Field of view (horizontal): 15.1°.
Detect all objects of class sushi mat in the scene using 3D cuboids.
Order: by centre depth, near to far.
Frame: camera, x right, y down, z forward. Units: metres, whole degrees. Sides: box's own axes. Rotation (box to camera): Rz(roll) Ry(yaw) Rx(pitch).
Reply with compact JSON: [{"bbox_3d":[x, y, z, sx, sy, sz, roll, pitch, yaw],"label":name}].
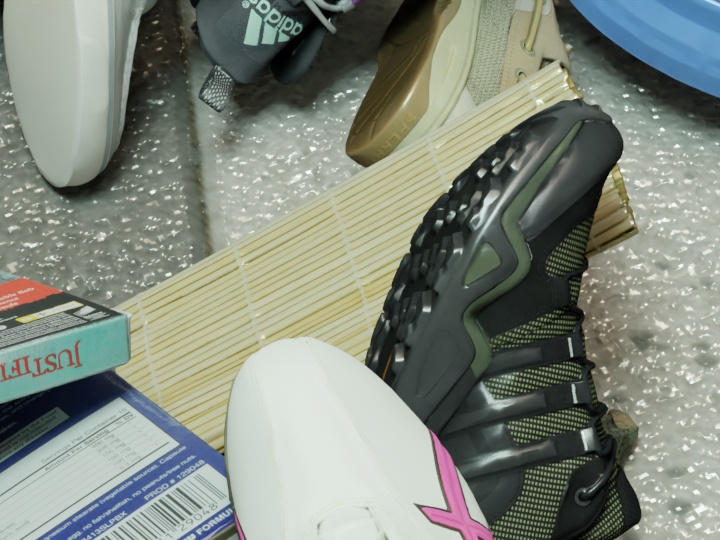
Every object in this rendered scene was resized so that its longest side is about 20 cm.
[{"bbox_3d":[0.000,0.000,0.972,0.199,0.012,0.096,-29,40,7],"label":"sushi mat"}]

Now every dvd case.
[{"bbox_3d":[-0.192,0.023,0.947,0.145,0.022,0.200,-17,21,-36],"label":"dvd case"}]

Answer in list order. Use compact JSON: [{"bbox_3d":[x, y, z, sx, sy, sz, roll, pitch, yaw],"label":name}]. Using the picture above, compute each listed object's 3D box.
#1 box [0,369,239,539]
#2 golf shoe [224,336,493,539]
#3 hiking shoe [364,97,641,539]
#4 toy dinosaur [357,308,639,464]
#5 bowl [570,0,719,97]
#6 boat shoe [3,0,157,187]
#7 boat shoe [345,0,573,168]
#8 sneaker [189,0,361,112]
[{"bbox_3d":[-0.124,0.078,0.925,0.121,0.033,0.200,-33,37,-19],"label":"box"},{"bbox_3d":[0.014,0.104,0.799,0.072,0.092,0.201,-22,72,-5],"label":"golf shoe"},{"bbox_3d":[0.051,0.044,0.900,0.100,0.201,0.076,26,-1,-11],"label":"hiking shoe"},{"bbox_3d":[0.002,0.071,0.950,0.199,0.048,0.088,-27,55,-19],"label":"toy dinosaur"},{"bbox_3d":[0.174,-0.140,1.134,0.199,0.040,0.201,8,41,-7],"label":"bowl"},{"bbox_3d":[-0.100,-0.134,1.077,0.068,0.201,0.072,-7,10,-31],"label":"boat shoe"},{"bbox_3d":[0.049,-0.086,1.103,0.065,0.072,0.200,37,33,-11],"label":"boat shoe"},{"bbox_3d":[-0.014,-0.119,1.078,0.078,0.200,0.140,44,74,-11],"label":"sneaker"}]
